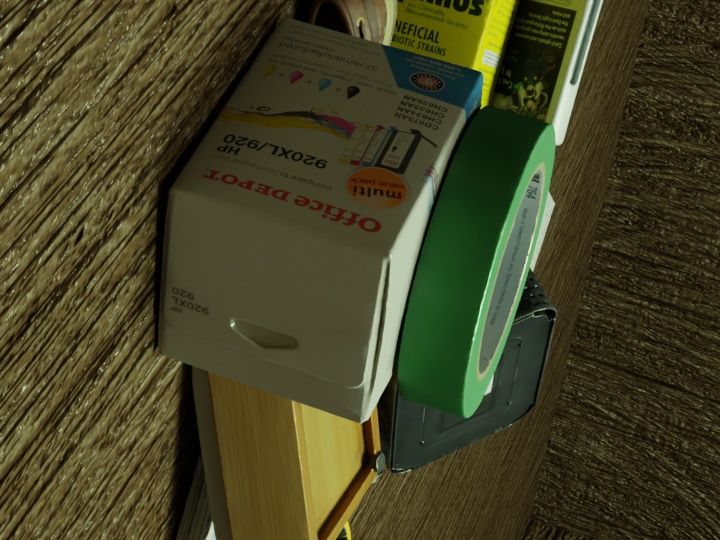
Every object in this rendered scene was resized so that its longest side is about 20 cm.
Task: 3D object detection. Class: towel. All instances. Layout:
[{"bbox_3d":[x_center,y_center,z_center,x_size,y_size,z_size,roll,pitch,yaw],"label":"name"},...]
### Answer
[{"bbox_3d":[-0.102,0.186,1.564,0.200,0.024,0.148,-10,117,-78],"label":"towel"}]

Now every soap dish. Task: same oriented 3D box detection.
[{"bbox_3d":[-0.047,0.106,1.461,0.157,0.081,0.201,-52,144,-49],"label":"soap dish"}]

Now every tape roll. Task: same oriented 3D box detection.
[{"bbox_3d":[0.078,-0.005,1.343,0.200,0.048,0.202,17,90,-80],"label":"tape roll"}]

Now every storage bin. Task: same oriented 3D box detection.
[{"bbox_3d":[0.065,0.060,1.570,0.134,0.094,0.200,-23,155,-13],"label":"storage bin"}]

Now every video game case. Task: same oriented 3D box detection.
[{"bbox_3d":[0.108,-0.209,1.615,0.023,0.199,0.183,11,98,-45],"label":"video game case"}]

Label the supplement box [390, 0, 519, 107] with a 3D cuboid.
[{"bbox_3d":[0.059,-0.213,1.544,0.109,0.108,0.202,-9,114,-77],"label":"supplement box"}]

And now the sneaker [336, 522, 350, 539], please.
[{"bbox_3d":[-0.038,0.156,1.637,0.082,0.077,0.201,-93,-169,-50],"label":"sneaker"}]

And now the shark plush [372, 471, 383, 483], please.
[{"bbox_3d":[-0.020,0.171,1.839,0.200,0.090,0.084,65,12,-65],"label":"shark plush"}]

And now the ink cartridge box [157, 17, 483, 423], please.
[{"bbox_3d":[-0.023,-0.035,1.302,0.200,0.146,0.145,-62,165,-47],"label":"ink cartridge box"}]

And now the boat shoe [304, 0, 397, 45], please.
[{"bbox_3d":[-0.020,-0.111,1.422,0.068,0.072,0.202,-43,142,-59],"label":"boat shoe"}]

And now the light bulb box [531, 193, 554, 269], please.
[{"bbox_3d":[0.099,-0.003,1.999,0.198,0.124,0.201,34,75,-79],"label":"light bulb box"}]
